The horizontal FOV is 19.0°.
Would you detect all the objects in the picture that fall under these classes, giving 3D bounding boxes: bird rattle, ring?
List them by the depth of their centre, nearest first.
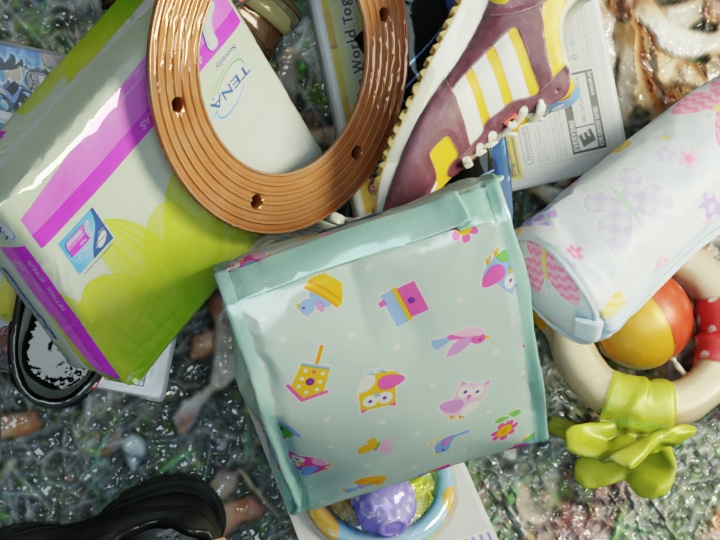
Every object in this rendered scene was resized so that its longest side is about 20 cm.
[{"bbox_3d":[-0.047,-0.120,1.211,0.200,0.019,0.201,-10,104,-44],"label":"ring"},{"bbox_3d":[0.199,0.046,1.361,0.200,0.113,0.163,-35,83,-7],"label":"bird rattle"}]

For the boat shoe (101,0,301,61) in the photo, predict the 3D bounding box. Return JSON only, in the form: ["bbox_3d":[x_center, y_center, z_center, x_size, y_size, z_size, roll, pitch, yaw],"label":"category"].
[{"bbox_3d":[-0.133,-0.182,1.296,0.200,0.072,0.068,32,88,-13],"label":"boat shoe"}]

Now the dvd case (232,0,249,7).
[{"bbox_3d":[-0.052,-0.249,1.264,0.200,0.022,0.146,-31,106,-9],"label":"dvd case"}]

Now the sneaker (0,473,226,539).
[{"bbox_3d":[-0.176,0.187,1.318,0.200,0.091,0.076,-27,101,-4],"label":"sneaker"}]

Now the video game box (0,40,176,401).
[{"bbox_3d":[-0.191,-0.034,1.316,0.182,0.047,0.201,11,94,-12],"label":"video game box"}]

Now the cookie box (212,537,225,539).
[{"bbox_3d":[-0.141,0.269,1.290,0.171,0.075,0.200,-14,133,-7],"label":"cookie box"}]

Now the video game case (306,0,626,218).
[{"bbox_3d":[0.064,-0.145,1.356,0.181,0.023,0.201,-13,98,-7],"label":"video game case"}]

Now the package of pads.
[{"bbox_3d":[-0.120,-0.053,1.210,0.200,0.068,0.155,-52,131,-25],"label":"package of pads"}]

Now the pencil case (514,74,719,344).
[{"bbox_3d":[0.185,-0.039,1.330,0.200,0.083,0.091,-36,79,-20],"label":"pencil case"}]

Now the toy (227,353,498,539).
[{"bbox_3d":[0.004,0.108,1.301,0.115,0.047,0.200,-16,57,-13],"label":"toy"}]

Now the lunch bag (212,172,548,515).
[{"bbox_3d":[0.010,0.030,1.200,0.170,0.200,0.122,-18,55,-3],"label":"lunch bag"}]

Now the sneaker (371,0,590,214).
[{"bbox_3d":[0.076,-0.098,1.247,0.090,0.075,0.201,25,96,1],"label":"sneaker"}]

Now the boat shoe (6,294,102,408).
[{"bbox_3d":[-0.159,-0.015,1.270,0.073,0.063,0.202,16,92,-9],"label":"boat shoe"}]

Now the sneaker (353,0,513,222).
[{"bbox_3d":[0.042,-0.114,1.316,0.078,0.070,0.201,-13,97,4],"label":"sneaker"}]

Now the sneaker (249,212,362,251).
[{"bbox_3d":[0.000,0.000,1.321,0.199,0.081,0.075,10,120,-13],"label":"sneaker"}]
